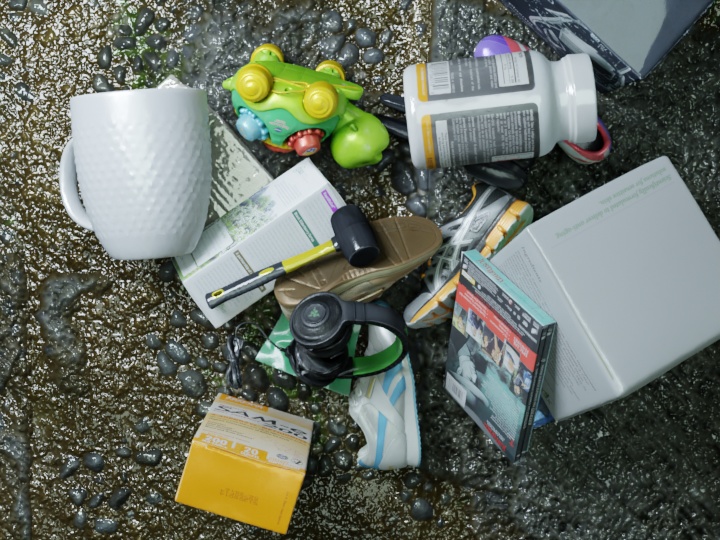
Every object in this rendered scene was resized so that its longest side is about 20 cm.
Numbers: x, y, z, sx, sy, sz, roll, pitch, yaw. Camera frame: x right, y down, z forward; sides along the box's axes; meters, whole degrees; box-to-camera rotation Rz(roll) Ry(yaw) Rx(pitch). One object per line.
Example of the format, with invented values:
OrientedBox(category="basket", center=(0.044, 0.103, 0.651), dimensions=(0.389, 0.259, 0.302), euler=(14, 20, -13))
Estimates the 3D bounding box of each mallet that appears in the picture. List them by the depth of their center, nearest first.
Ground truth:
OrientedBox(category="mallet", center=(-0.079, -0.014, 1.172), dimensions=(0.199, 0.041, 0.066), euler=(-18, 58, 4))

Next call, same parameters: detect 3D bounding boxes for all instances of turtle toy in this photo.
OrientedBox(category="turtle toy", center=(-0.061, -0.179, 1.206), dimensions=(0.199, 0.146, 0.102), euler=(15, 114, -2))

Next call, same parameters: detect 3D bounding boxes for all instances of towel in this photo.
OrientedBox(category="towel", center=(-0.198, -0.118, 1.252), dimensions=(0.132, 0.034, 0.200), euler=(-41, 94, 4))

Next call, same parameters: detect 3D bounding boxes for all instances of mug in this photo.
OrientedBox(category="mug", center=(-0.256, -0.103, 1.175), dimensions=(0.199, 0.147, 0.177), euler=(-1, 97, 31))

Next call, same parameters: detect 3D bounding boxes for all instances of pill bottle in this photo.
OrientedBox(category="pill bottle", center=(0.149, -0.176, 1.152), dimensions=(0.199, 0.116, 0.117), euler=(-5, 94, 5))

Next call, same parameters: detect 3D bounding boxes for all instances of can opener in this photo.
OrientedBox(category="can opener", center=(0.110, -0.157, 1.239), dimensions=(0.199, 0.079, 0.064), euler=(28, 101, 7))

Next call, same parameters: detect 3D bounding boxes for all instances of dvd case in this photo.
OrientedBox(category="dvd case", center=(0.148, 0.096, 1.180), dimensions=(0.022, 0.146, 0.201), euler=(-15, 130, -27))

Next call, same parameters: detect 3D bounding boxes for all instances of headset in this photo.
OrientedBox(category="headset", center=(-0.046, 0.088, 1.155), dimensions=(0.199, 0.124, 0.094), euler=(2, 54, -5))

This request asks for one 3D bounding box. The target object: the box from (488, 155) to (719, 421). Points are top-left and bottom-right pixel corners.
OrientedBox(category="box", center=(0.272, 0.024, 1.155), dimensions=(0.198, 0.171, 0.201), euler=(-26, 82, -19))

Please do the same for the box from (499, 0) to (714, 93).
OrientedBox(category="box", center=(0.252, -0.308, 1.161), dimensions=(0.200, 0.197, 0.124), euler=(41, 93, -2))

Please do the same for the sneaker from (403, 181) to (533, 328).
OrientedBox(category="sneaker", center=(0.114, -0.016, 1.249), dimensions=(0.077, 0.078, 0.200), euler=(43, 96, 22))

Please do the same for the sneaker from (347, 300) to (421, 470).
OrientedBox(category="sneaker", center=(0.023, 0.137, 1.251), dimensions=(0.080, 0.077, 0.201), euler=(-7, 93, 0))

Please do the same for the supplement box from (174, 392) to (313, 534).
OrientedBox(category="supplement box", center=(-0.124, 0.210, 1.192), dimensions=(0.125, 0.200, 0.074), euler=(17, 97, -3))

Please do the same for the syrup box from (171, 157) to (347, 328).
OrientedBox(category="syrup box", center=(-0.110, -0.033, 1.215), dimensions=(0.199, 0.079, 0.082), euler=(-34, 125, -3))

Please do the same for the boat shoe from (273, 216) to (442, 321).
OrientedBox(category="boat shoe", center=(0.000, 0.000, 1.206), dimensions=(0.199, 0.065, 0.072), euler=(-21, 55, -3))

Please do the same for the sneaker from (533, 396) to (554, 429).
OrientedBox(category="sneaker", center=(0.235, 0.133, 1.262), dimensions=(0.199, 0.066, 0.079), euler=(-27, 83, 1))

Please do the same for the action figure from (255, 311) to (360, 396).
OrientedBox(category="action figure", center=(-0.032, 0.033, 1.254), dimensions=(0.118, 0.055, 0.201), euler=(22, 87, -1))

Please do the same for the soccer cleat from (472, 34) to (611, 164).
OrientedBox(category="soccer cleat", center=(0.213, -0.201, 1.229), dimensions=(0.200, 0.073, 0.068), euler=(43, 94, -3))
